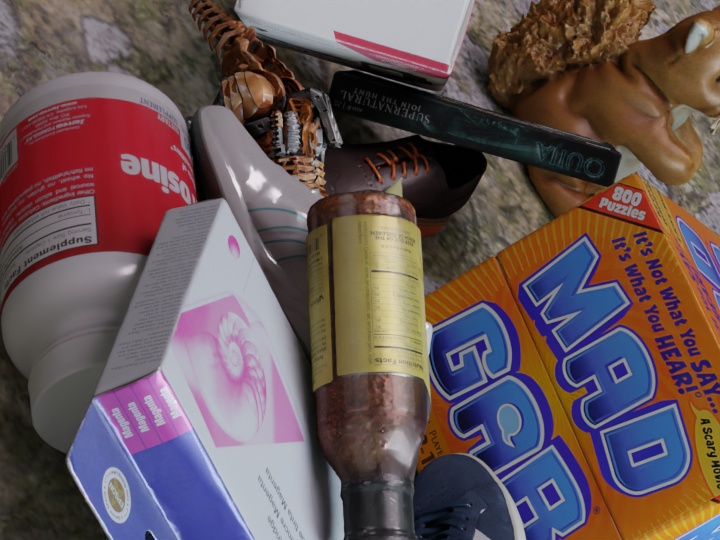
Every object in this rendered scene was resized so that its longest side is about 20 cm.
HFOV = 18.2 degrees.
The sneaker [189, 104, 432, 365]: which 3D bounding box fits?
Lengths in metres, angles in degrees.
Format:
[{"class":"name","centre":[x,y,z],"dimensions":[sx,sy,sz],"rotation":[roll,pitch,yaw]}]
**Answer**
[{"class":"sneaker","centre":[-0.032,-0.012,1.278],"dimensions":[0.080,0.070,0.201],"rotation":[-27,78,-15]}]

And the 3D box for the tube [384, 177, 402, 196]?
[{"class":"tube","centre":[0.000,0.000,1.410],"dimensions":[0.052,0.058,0.200],"rotation":[55,18,-7]}]

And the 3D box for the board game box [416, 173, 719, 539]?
[{"class":"board game box","centre":[0.159,0.096,1.382],"dimensions":[0.200,0.200,0.200],"rotation":[27,36,-59]}]

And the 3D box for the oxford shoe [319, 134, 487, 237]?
[{"class":"oxford shoe","centre":[0.010,-0.067,1.522],"dimensions":[0.200,0.073,0.071],"rotation":[-5,61,-54]}]

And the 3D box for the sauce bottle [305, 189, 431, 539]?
[{"class":"sauce bottle","centre":[0.005,0.059,1.189],"dimensions":[0.066,0.066,0.201],"rotation":[16,65,-43]}]

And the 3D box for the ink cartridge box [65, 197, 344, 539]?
[{"class":"ink cartridge box","centre":[-0.064,0.098,1.132],"dimensions":[0.200,0.043,0.197],"rotation":[-76,146,-52]}]

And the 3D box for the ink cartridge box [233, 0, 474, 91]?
[{"class":"ink cartridge box","centre":[0.001,-0.181,1.489],"dimensions":[0.144,0.085,0.200],"rotation":[17,1,0]}]

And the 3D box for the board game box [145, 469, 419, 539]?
[{"class":"board game box","centre":[-0.042,0.130,1.279],"dimensions":[0.152,0.045,0.200],"rotation":[40,32,-18]}]

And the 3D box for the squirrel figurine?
[{"class":"squirrel figurine","centre":[0.208,-0.157,1.760],"dimensions":[0.200,0.187,0.141],"rotation":[55,32,7]}]

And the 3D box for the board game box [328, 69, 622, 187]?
[{"class":"board game box","centre":[0.079,-0.099,1.549],"dimensions":[0.199,0.028,0.135],"rotation":[16,6,3]}]

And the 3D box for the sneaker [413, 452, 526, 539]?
[{"class":"sneaker","centre":[0.042,0.171,1.230],"dimensions":[0.085,0.075,0.200],"rotation":[46,30,-38]}]

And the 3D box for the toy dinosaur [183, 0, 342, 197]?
[{"class":"toy dinosaur","centre":[-0.066,-0.080,1.379],"dimensions":[0.102,0.136,0.200],"rotation":[29,38,-30]}]

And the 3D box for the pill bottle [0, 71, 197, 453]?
[{"class":"pill bottle","centre":[-0.141,-0.002,1.225],"dimensions":[0.112,0.112,0.200],"rotation":[25,40,-36]}]
